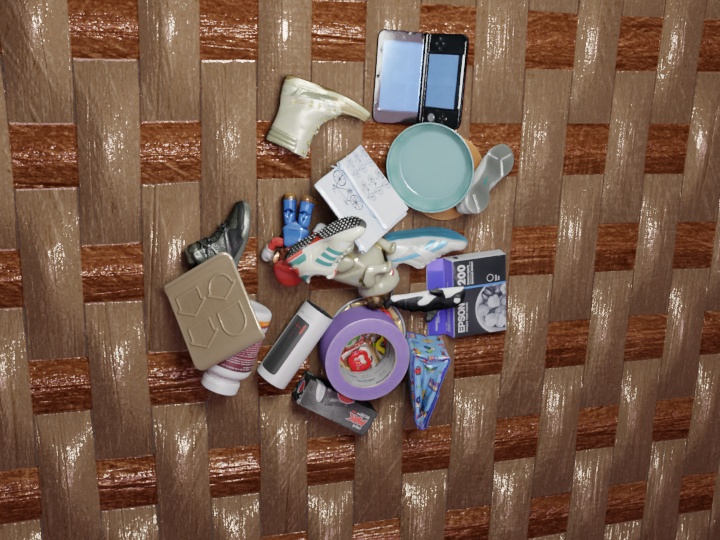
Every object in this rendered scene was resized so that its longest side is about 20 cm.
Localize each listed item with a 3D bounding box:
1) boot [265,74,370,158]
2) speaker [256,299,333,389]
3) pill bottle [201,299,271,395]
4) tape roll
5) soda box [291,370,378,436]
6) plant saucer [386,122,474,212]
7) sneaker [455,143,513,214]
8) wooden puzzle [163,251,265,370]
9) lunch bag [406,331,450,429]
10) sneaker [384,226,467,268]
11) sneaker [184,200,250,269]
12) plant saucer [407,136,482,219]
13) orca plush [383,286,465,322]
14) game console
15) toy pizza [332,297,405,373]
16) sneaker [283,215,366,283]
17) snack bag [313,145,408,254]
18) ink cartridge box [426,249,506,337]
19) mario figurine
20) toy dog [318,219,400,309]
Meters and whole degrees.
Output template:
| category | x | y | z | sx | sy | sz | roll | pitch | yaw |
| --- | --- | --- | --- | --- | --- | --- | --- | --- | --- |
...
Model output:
| category | x | y | z | sx | sy | sz | roll | pitch | yaw |
| --- | --- | --- | --- | --- | --- | --- | --- | --- | --- |
| boot | -0.090 | -0.314 | 1.650 | 0.198 | 0.072 | 0.156 | 18 | 98 | -15 |
| speaker | -0.148 | 0.167 | 1.755 | 0.081 | 0.081 | 0.201 | 35 | 93 | -22 |
| pill bottle | -0.279 | 0.167 | 1.697 | 0.112 | 0.113 | 0.202 | 18 | 98 | -20 |
| tape roll | 0.008 | 0.191 | 1.771 | 0.198 | 0.085 | 0.202 | -4 | 108 | -12 |
| soda box | -0.060 | 0.317 | 1.831 | 0.199 | 0.063 | 0.071 | 30 | 95 | -22 |
| plant saucer | 0.157 | -0.230 | 1.707 | 0.198 | 0.036 | 0.202 | 6 | 111 | 16 |
| sneaker | 0.278 | -0.210 | 1.756 | 0.070 | 0.080 | 0.201 | 42 | 70 | -15 |
| wooden puzzle | -0.305 | 0.086 | 1.625 | 0.184 | 0.046 | 0.201 | -28 | 84 | 22 |
| lunch bag | 0.145 | 0.269 | 1.830 | 0.093 | 0.151 | 0.202 | 7 | 106 | -4 |
| sneaker | 0.153 | -0.052 | 1.797 | 0.198 | 0.077 | 0.082 | -4 | 113 | -9 |
| sneaker | -0.306 | -0.063 | 1.647 | 0.113 | 0.076 | 0.201 | 17 | 104 | -27 |
| plant saucer | 0.201 | -0.214 | 1.783 | 0.198 | 0.037 | 0.202 | -4 | 105 | -15 |
| orca plush | 0.150 | 0.085 | 1.789 | 0.198 | 0.105 | 0.072 | -4 | 81 | -21 |
| game console | 0.130 | -0.414 | 1.669 | 0.118 | 0.172 | 0.202 | -9 | 109 | -42 |
| toy pizza | 0.016 | 0.162 | 1.829 | 0.198 | 0.032 | 0.202 | -4 | 106 | -16 |
| sneaker | -0.058 | -0.038 | 1.593 | 0.199 | 0.071 | 0.094 | -25 | 113 | 23 |
| snack bag | 0.003 | -0.158 | 1.663 | 0.189 | 0.021 | 0.200 | 54 | 45 | -7 |
| ink cartridge box | 0.259 | 0.060 | 1.871 | 0.198 | 0.043 | 0.200 | -8 | 106 | -13 |
| mario figurine | -0.145 | -0.065 | 1.697 | 0.105 | 0.123 | 0.202 | 9 | 91 | -43 |
| toy dog | 0.000 | 0.000 | 1.723 | 0.200 | 0.140 | 0.194 | 37 | 119 | -27 |
